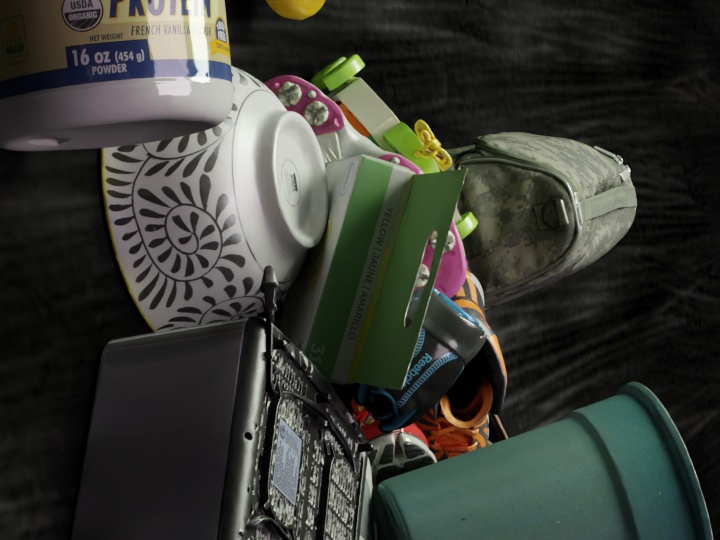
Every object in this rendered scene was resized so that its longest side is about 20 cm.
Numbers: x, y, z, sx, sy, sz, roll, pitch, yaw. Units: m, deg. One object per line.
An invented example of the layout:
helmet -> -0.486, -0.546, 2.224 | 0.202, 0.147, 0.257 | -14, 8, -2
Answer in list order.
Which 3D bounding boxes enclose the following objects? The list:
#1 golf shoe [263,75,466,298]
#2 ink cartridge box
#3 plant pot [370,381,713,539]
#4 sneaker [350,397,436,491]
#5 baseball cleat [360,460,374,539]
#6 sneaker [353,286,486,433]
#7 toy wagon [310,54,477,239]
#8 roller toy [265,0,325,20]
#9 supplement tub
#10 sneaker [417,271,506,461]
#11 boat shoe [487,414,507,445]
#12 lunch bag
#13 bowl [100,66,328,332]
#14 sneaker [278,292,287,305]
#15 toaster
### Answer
golf shoe -> 0.003, -0.055, 1.668 | 0.200, 0.075, 0.092 | 47, 0, 11
ink cartridge box -> 0.000, 0.000, 1.518 | 0.200, 0.048, 0.146 | 176, -69, -76
plant pot -> 0.119, 0.195, 1.623 | 0.200, 0.195, 0.202 | 168, -90, -78
sneaker -> 0.012, 0.125, 1.716 | 0.200, 0.077, 0.085 | 85, -8, -76
baseball cleat -> -0.021, 0.203, 1.571 | 0.106, 0.069, 0.201 | 11, 63, -65
sneaker -> 0.022, 0.066, 1.587 | 0.082, 0.073, 0.200 | -50, 177, -14
toy wagon -> 0.025, -0.085, 1.738 | 0.156, 0.039, 0.200 | 54, -4, -7
roller toy -> -0.031, -0.297, 1.671 | 0.183, 0.139, 0.201 | -59, 140, -42
supplement tub -> -0.150, -0.174, 1.319 | 0.144, 0.144, 0.201 | -1, 84, -68
sneaker -> 0.066, 0.107, 1.788 | 0.112, 0.077, 0.201 | -105, -169, -62
boat shoe -> 0.066, 0.079, 1.881 | 0.200, 0.072, 0.073 | 63, 28, -42
lunch bag -> 0.126, -0.044, 1.946 | 0.200, 0.167, 0.140 | -17, 99, -69
bowl -> -0.079, -0.053, 1.529 | 0.201, 0.094, 0.202 | -8, 90, -69
sneaker -> -0.007, 0.024, 1.721 | 0.200, 0.080, 0.089 | -29, 119, -65
toaster -> -0.077, 0.134, 1.438 | 0.181, 0.118, 0.201 | 53, 36, -53
